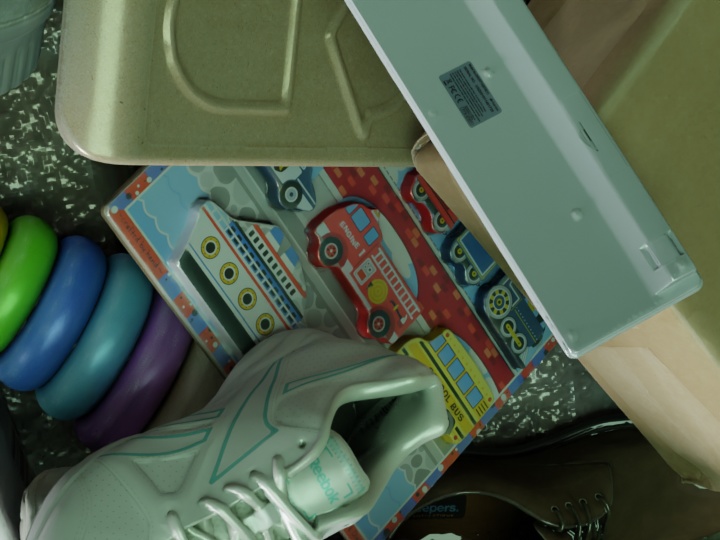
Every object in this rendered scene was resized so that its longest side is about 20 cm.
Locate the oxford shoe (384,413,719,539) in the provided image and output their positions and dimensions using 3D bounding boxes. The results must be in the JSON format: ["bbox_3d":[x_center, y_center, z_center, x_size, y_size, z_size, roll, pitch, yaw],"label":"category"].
[{"bbox_3d":[0.094,0.115,0.954,0.199,0.084,0.073,-6,114,-11],"label":"oxford shoe"}]

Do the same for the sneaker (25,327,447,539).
[{"bbox_3d":[-0.046,0.082,0.777,0.200,0.080,0.071,-40,118,-37],"label":"sneaker"}]

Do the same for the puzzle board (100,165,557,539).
[{"bbox_3d":[0.000,0.000,0.877,0.151,0.017,0.200,-47,119,-24],"label":"puzzle board"}]

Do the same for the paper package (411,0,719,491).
[{"bbox_3d":[0.153,-0.042,0.848,0.200,0.103,0.191,47,70,-26],"label":"paper package"}]

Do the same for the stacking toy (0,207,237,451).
[{"bbox_3d":[-0.150,0.006,0.858,0.200,0.085,0.085,29,106,-18],"label":"stacking toy"}]

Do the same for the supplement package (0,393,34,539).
[{"bbox_3d":[-0.231,0.136,0.874,0.199,0.120,0.122,-18,116,-3],"label":"supplement package"}]

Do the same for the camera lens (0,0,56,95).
[{"bbox_3d":[-0.177,-0.171,0.722,0.159,0.160,0.201,2,114,-13],"label":"camera lens"}]

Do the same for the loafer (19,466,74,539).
[{"bbox_3d":[-0.088,0.117,0.867,0.070,0.200,0.070,-5,80,9],"label":"loafer"}]

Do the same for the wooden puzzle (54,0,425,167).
[{"bbox_3d":[-0.025,-0.133,0.795,0.200,0.046,0.186,-1,101,-40],"label":"wooden puzzle"}]

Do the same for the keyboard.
[{"bbox_3d":[0.045,-0.065,0.741,0.056,0.011,0.200,-29,75,-8],"label":"keyboard"}]
